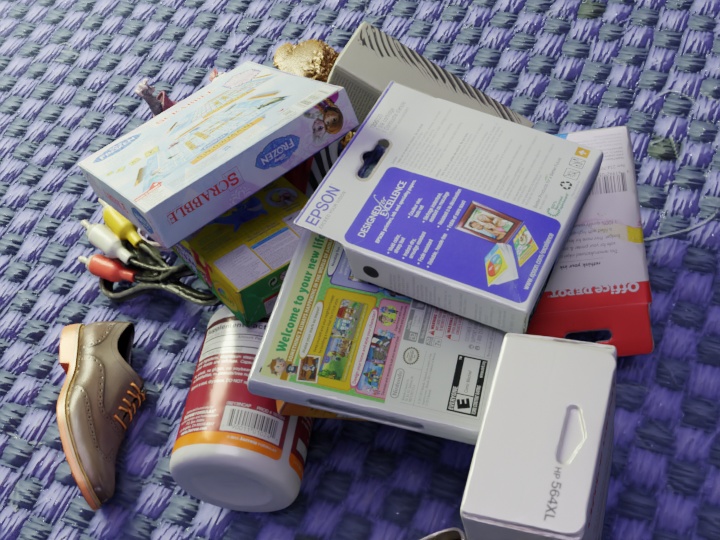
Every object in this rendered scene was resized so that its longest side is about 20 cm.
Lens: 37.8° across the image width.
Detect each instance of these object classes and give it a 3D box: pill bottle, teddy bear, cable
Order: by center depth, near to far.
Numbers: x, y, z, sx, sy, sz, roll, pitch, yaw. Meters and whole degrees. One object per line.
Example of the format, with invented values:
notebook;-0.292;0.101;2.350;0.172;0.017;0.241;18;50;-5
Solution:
pill bottle;-0.091;0.100;0.928;0.112;0.113;0.201;1;55;15
cable;-0.210;0.003;1.035;0.200;0.050;0.098;27;102;37
teddy bear;-0.062;-0.154;1.143;0.144;0.067;0.201;-18;59;13

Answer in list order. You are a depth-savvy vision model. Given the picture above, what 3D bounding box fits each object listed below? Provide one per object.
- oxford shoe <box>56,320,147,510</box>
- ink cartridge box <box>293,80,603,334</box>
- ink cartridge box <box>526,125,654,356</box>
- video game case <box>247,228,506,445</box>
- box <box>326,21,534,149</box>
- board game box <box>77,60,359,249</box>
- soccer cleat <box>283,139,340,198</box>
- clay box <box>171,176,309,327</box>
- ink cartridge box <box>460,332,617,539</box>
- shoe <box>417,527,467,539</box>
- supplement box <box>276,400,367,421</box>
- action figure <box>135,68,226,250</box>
oxford shoe;-0.236;0.125;0.974;0.073;0.071;0.201;-13;52;-2
ink cartridge box;0.076;-0.058;0.864;0.199;0.043;0.198;22;52;14
ink cartridge box;0.194;-0.019;0.944;0.116;0.067;0.201;-6;83;10
video game case;0.026;0.032;0.830;0.181;0.022;0.201;12;51;7
box;0.064;-0.154;1.043;0.199;0.082;0.069;31;61;-2
board game box;-0.132;-0.111;0.938;0.200;0.041;0.199;-34;31;-16
soccer cleat;-0.053;-0.060;1.042;0.068;0.085;0.201;6;90;42
clay box;-0.111;-0.043;0.957;0.115;0.048;0.200;-30;45;-20
ink cartridge box;0.137;0.159;0.774;0.084;0.200;0.146;8;57;18
shoe;0.001;0.254;0.831;0.199;0.053;0.070;-22;53;-3
supplement box;0.030;0.087;0.879;0.199;0.069;0.067;7;49;-21
action figure;-0.163;-0.134;1.110;0.133;0.149;0.201;9;50;14
